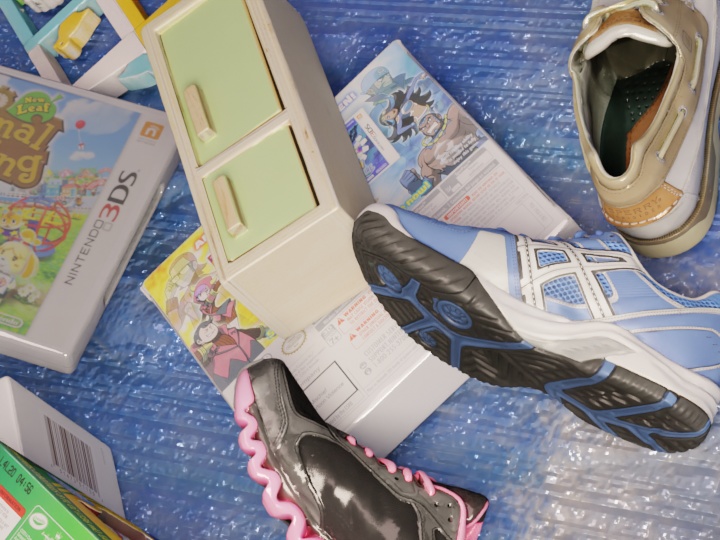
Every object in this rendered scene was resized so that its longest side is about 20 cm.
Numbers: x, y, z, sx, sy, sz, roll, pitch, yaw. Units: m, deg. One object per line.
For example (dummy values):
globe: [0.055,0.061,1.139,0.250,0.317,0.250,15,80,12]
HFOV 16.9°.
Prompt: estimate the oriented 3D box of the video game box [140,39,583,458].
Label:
video game box: [0.000,0.000,1.285,0.200,0.047,0.182,-43,50,4]

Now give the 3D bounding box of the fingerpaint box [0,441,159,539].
fingerpaint box: [-0.094,0.184,1.154,0.073,0.167,0.200,-52,47,-2]

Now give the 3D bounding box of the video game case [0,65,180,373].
video game case: [-0.221,-0.043,1.391,0.199,0.022,0.183,16,55,11]

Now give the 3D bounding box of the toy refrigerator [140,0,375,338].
toy refrigerator: [-0.053,-0.069,1.289,0.076,0.070,0.201,-32,48,13]

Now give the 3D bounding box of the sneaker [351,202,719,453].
sneaker: [0.089,0.015,1.178,0.199,0.076,0.077,27,64,10]

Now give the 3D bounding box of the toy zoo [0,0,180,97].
toy zoo: [-0.158,-0.178,1.517,0.131,0.020,0.200,-41,48,6]

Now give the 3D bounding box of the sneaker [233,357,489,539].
sneaker: [0.012,0.120,1.165,0.095,0.079,0.201,-32,76,3]

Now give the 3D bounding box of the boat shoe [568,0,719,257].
boat shoe: [0.147,-0.109,1.238,0.074,0.068,0.201,-17,55,24]

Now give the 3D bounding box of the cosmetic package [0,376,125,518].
cosmetic package: [-0.236,0.149,1.314,0.199,0.101,0.072,-30,51,16]
